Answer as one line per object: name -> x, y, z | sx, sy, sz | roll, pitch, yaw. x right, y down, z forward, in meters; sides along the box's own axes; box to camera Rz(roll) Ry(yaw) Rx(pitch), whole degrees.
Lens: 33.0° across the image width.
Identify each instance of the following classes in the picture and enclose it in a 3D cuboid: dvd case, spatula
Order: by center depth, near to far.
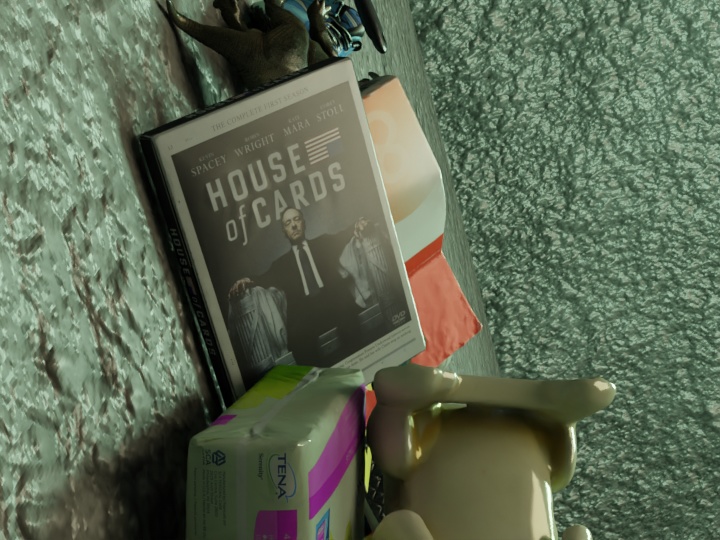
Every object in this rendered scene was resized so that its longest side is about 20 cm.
dvd case -> -0.041, -0.012, 0.752 | 0.025, 0.149, 0.203 | 9, -59, 52
spatula -> -0.025, -0.269, 1.012 | 0.202, 0.020, 0.056 | 61, 12, 7

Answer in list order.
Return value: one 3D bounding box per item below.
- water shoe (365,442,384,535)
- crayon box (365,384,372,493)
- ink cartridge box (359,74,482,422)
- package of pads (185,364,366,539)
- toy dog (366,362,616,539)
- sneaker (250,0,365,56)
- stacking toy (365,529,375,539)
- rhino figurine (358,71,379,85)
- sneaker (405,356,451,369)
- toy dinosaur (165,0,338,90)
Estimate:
water shoe -> 0.024, 0.210, 1.079 | 0.079, 0.070, 0.204 | 139, -59, -69
crayon box -> -0.036, 0.053, 0.906 | 0.127, 0.050, 0.203 | -75, 150, -71
ink cartridge box -> 0.000, -0.004, 0.816 | 0.050, 0.161, 0.202 | -8, -66, 58
package of pads -> -0.038, 0.144, 0.646 | 0.200, 0.067, 0.158 | -35, 125, -79
toy dog -> 0.052, 0.168, 0.694 | 0.194, 0.137, 0.204 | 147, -52, -64
sneaker -> -0.039, -0.200, 1.009 | 0.200, 0.089, 0.080 | -114, -174, -66
stacking toy -> 0.026, 0.241, 0.897 | 0.199, 0.144, 0.149 | 20, 57, -59
rhino figurine -> -0.020, -0.118, 1.015 | 0.201, 0.086, 0.061 | -64, 162, -46
sneaker -> 0.033, -0.004, 1.074 | 0.072, 0.071, 0.204 | 27, 53, -64
toy dinosaur -> -0.051, -0.145, 0.856 | 0.199, 0.076, 0.103 | 34, 28, -54
